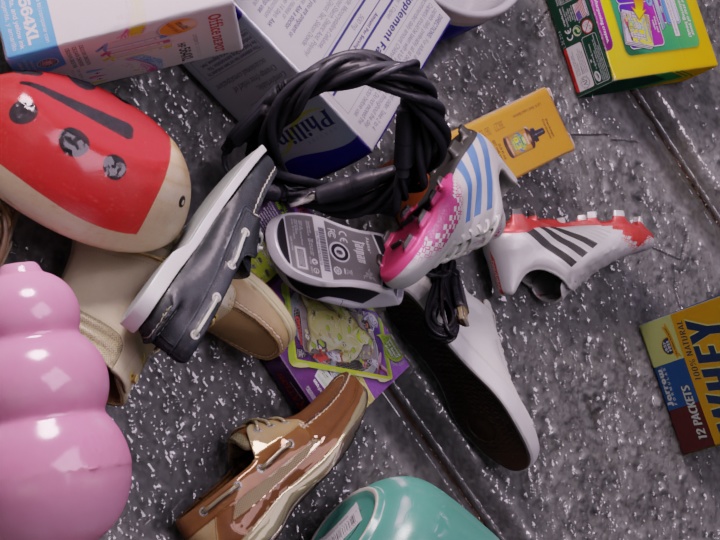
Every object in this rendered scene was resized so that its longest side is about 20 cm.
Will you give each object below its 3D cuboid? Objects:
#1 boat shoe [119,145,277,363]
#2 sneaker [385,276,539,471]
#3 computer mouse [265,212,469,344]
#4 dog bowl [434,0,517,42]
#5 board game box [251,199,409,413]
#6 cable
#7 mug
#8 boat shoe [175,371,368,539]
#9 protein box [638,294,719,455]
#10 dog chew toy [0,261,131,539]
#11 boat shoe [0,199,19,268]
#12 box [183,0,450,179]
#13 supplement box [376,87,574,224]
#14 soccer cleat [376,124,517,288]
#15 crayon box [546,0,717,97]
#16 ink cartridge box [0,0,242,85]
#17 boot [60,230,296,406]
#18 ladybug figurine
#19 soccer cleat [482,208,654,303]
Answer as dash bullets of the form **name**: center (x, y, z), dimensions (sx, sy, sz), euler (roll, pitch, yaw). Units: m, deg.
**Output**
- **boat shoe**: center (-0.109, -0.012, 1.567), dimensions (0.060, 0.076, 0.200), euler (39, 57, -8)
- **sneaker**: center (0.108, 0.077, 1.815), dimensions (0.085, 0.073, 0.201), euler (-38, 99, -40)
- **computer mouse**: center (0.000, 0.000, 1.726), dimensions (0.199, 0.044, 0.110), euler (13, 52, -29)
- **dog bowl**: center (0.062, -0.314, 1.918), dimensions (0.199, 0.079, 0.202), euler (16, 64, -37)
- **board game box**: center (-0.049, 0.030, 1.727), dimensions (0.120, 0.032, 0.201), euler (-39, 101, -40)
- **cable**: center (-0.008, -0.103, 1.658), dimensions (0.162, 0.200, 0.051), euler (27, 46, -23)
- **mug**: center (0.018, 0.250, 1.618), dimensions (0.114, 0.152, 0.186), euler (41, 52, -18)
- **boat shoe**: center (-0.069, 0.149, 1.624), dimensions (0.074, 0.076, 0.200), euler (44, 59, -8)
- **protein box**: center (0.418, 0.071, 2.003), dimensions (0.199, 0.198, 0.136), euler (-15, 84, -43)
- **dog chew toy**: center (-0.230, 0.095, 1.469), dimensions (0.124, 0.124, 0.202), euler (-5, 85, -42)
- **boat shoe**: center (-0.282, -0.028, 1.519), dimensions (0.071, 0.064, 0.201), euler (34, 54, -27)
- **box**: center (-0.050, -0.210, 1.763), dimensions (0.200, 0.105, 0.184), euler (45, 50, -18)
- **supplement box**: center (0.107, -0.103, 1.889), dimensions (0.199, 0.069, 0.067), euler (-27, 93, -42)
- **soccer cleat**: center (0.081, -0.041, 1.738), dimensions (0.086, 0.070, 0.200), euler (42, 44, -13)
- **crayon box**: center (0.261, -0.285, 2.096), dimensions (0.172, 0.058, 0.201), euler (-12, 82, -44)
- **ink cartridge box**: center (-0.176, -0.225, 1.576), dimensions (0.198, 0.129, 0.126), euler (-14, 81, -2)
- **boot**: center (-0.151, 0.048, 1.594), dimensions (0.200, 0.073, 0.156), euler (37, 49, -20)
- **ladybug figurine**: center (-0.208, -0.088, 1.532), dimensions (0.199, 0.072, 0.136), euler (23, 39, -25)
- **soccer cleat**: center (0.195, -0.012, 1.935), dimensions (0.199, 0.068, 0.086), euler (1, 82, -38)
